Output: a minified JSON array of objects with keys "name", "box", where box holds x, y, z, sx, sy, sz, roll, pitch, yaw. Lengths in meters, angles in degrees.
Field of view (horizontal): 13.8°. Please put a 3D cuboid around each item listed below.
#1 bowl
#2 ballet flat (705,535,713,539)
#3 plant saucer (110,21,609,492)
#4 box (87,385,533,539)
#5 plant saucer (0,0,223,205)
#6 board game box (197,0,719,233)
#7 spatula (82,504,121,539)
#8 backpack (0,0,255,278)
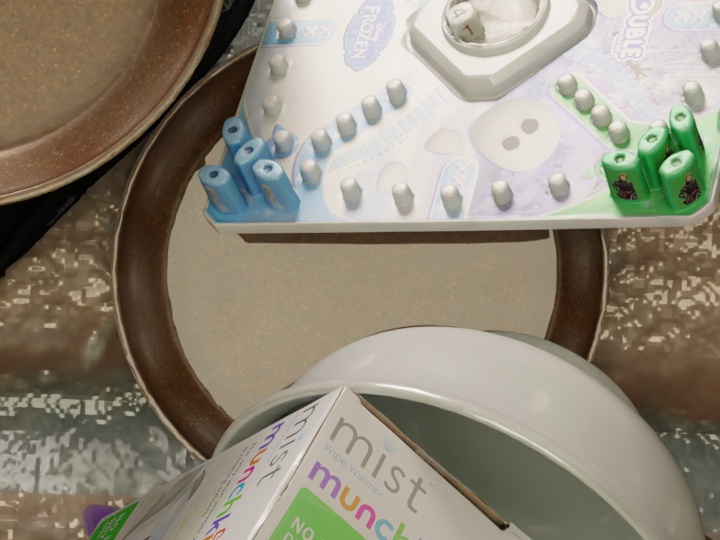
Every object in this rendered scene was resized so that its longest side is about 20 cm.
[{"name":"bowl","box":[0.049,0.087,1.120,0.201,0.201,0.090,25,50,6]},{"name":"ballet flat","box":[0.156,0.164,1.130,0.065,0.071,0.200,-12,44,-3]},{"name":"plant saucer","box":[0.000,0.000,1.203,0.200,0.034,0.200,0,90,1]},{"name":"box","box":[0.001,0.159,1.083,0.200,0.176,0.097,43,52,-14]},{"name":"plant saucer","box":[-0.146,-0.115,1.070,0.200,0.037,0.201,0,78,-2]},{"name":"board game box","box":[0.052,-0.100,1.142,0.200,0.026,0.200,-1,51,22]},{"name":"spatula","box":[-0.072,0.180,1.159,0.056,0.021,0.200,10,56,-31]},{"name":"backpack","box":[-0.146,-0.119,1.167,0.200,0.163,0.168,-41,80,0]}]
